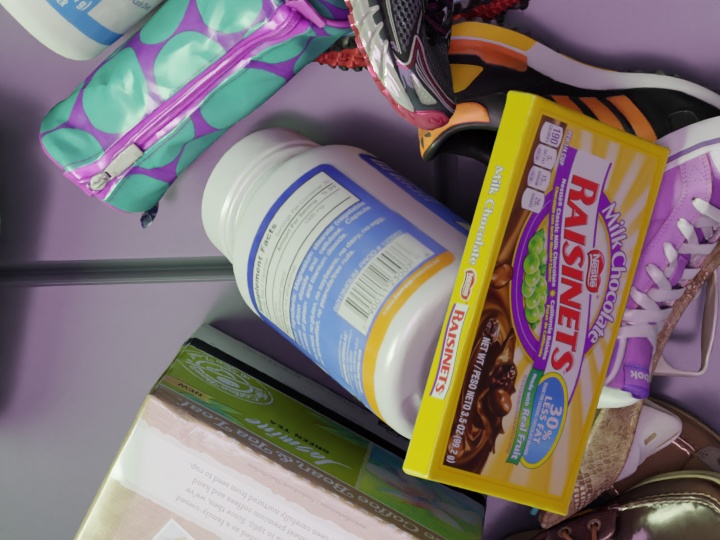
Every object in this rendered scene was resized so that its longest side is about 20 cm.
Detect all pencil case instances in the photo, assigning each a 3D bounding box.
[{"bbox_3d":[-0.086,-0.111,1.350,0.085,0.093,0.200,39,124,-19],"label":"pencil case"}]

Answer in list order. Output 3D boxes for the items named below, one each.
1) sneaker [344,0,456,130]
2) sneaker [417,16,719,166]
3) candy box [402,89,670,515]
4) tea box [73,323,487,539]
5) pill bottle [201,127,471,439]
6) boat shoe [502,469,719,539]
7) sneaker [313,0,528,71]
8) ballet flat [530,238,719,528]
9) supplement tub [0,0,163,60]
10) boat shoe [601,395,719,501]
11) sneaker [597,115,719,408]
[{"bbox_3d":[0.033,-0.173,1.291,0.074,0.081,0.202,-7,74,18],"label":"sneaker"},{"bbox_3d":[0.123,-0.067,1.353,0.199,0.070,0.091,17,62,-8],"label":"sneaker"},{"bbox_3d":[0.092,0.018,1.257,0.102,0.026,0.201,17,87,-38],"label":"candy box"},{"bbox_3d":[-0.045,0.148,1.371,0.199,0.197,0.134,28,102,-1],"label":"tea box"},{"bbox_3d":[0.000,0.000,1.339,0.200,0.112,0.113,38,106,43],"label":"pill bottle"},{"bbox_3d":[0.132,0.168,1.380,0.199,0.072,0.073,-20,92,39],"label":"boat shoe"},{"bbox_3d":[0.049,-0.182,1.374,0.199,0.079,0.096,-25,73,13],"label":"sneaker"},{"bbox_3d":[0.159,0.060,1.378,0.065,0.071,0.201,23,84,-3],"label":"ballet flat"},{"bbox_3d":[-0.119,-0.223,1.340,0.200,0.132,0.132,-39,95,12],"label":"supplement tub"},{"bbox_3d":[0.201,0.138,1.413,0.199,0.065,0.071,35,102,0],"label":"boat shoe"},{"bbox_3d":[0.160,0.007,1.317,0.200,0.072,0.115,-37,54,26],"label":"sneaker"}]
